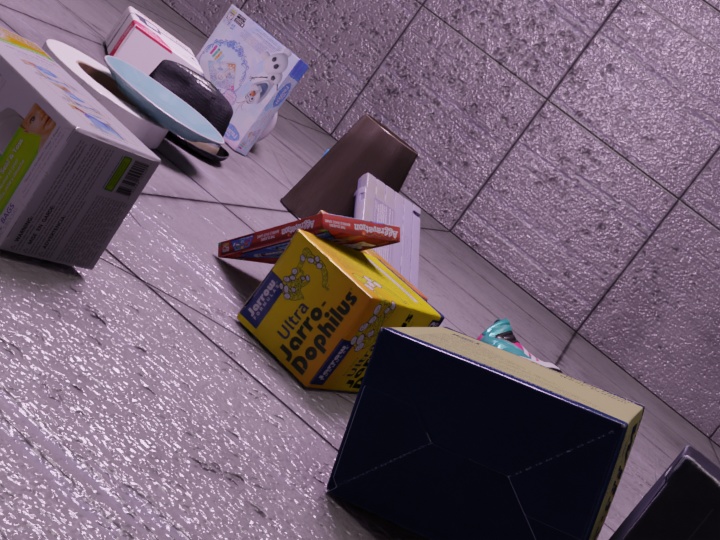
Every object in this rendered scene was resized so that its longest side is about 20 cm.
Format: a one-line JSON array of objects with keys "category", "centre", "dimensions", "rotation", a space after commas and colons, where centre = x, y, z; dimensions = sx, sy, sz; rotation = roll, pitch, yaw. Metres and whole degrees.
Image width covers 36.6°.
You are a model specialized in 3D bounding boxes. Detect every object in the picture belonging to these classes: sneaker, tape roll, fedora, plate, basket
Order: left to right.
[{"category": "tape roll", "centre": [-0.348, -0.238, 1.474], "dimensions": [0.202, 0.037, 0.203], "rotation": [37, 10, -7]}, {"category": "plate", "centre": [-0.275, -0.228, 1.507], "dimensions": [0.199, 0.026, 0.200], "rotation": [38, 9, -7]}, {"category": "fedora", "centre": [-0.270, -0.260, 1.694], "dimensions": [0.200, 0.092, 0.201], "rotation": [37, 9, -6]}, {"category": "basket", "centre": [-0.004, -0.147, 1.821], "dimensions": [0.179, 0.201, 0.136], "rotation": [34, 10, -20]}, {"category": "sneaker", "centre": [0.244, 0.140, 1.752], "dimensions": [0.199, 0.084, 0.121], "rotation": [25, 25, -50]}]

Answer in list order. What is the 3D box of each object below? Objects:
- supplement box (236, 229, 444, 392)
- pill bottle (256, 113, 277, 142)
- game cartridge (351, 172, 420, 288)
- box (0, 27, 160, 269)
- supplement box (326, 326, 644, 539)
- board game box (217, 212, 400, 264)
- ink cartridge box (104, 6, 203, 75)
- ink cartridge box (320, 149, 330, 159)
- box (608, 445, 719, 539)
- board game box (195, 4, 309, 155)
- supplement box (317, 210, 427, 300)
[{"category": "supplement box", "centre": [-0.015, 0.048, 1.111], "dimensions": [0.109, 0.109, 0.199], "rotation": [41, 10, 24]}, {"category": "pill bottle", "centre": [-0.216, -0.316, 2.119], "dimensions": [0.112, 0.113, 0.200], "rotation": [35, 10, -12]}, {"category": "game cartridge", "centre": [0.039, -0.046, 1.711], "dimensions": [0.129, 0.038, 0.202], "rotation": [29, 46, -27]}, {"category": "box", "centre": [-0.274, -0.108, 0.873], "dimensions": [0.200, 0.113, 0.101], "rotation": [42, 12, 28]}, {"category": "supplement box", "centre": [0.110, 0.142, 0.884], "dimensions": [0.198, 0.136, 0.199], "rotation": [21, 4, 18]}, {"category": "board game box", "centre": [-0.059, -0.030, 1.168], "dimensions": [0.102, 0.020, 0.199], "rotation": [6, -11, -38]}, {"category": "ink cartridge box", "centre": [-0.371, -0.384, 1.945], "dimensions": [0.144, 0.085, 0.200], "rotation": [34, 10, -25]}, {"category": "ink cartridge box", "centre": [-0.009, -0.167, 2.312], "dimensions": [0.115, 0.068, 0.200], "rotation": [30, 12, -39]}, {"category": "box", "centre": [0.252, 0.266, 0.776], "dimensions": [0.199, 0.198, 0.117], "rotation": [39, 9, 17]}, {"category": "board game box", "centre": [-0.221, -0.347, 1.981], "dimensions": [0.200, 0.200, 0.043], "rotation": [42, 9, 28]}, {"category": "supplement box", "centre": [0.000, 0.000, 1.539], "dimensions": [0.200, 0.069, 0.066], "rotation": [40, 7, 30]}]
